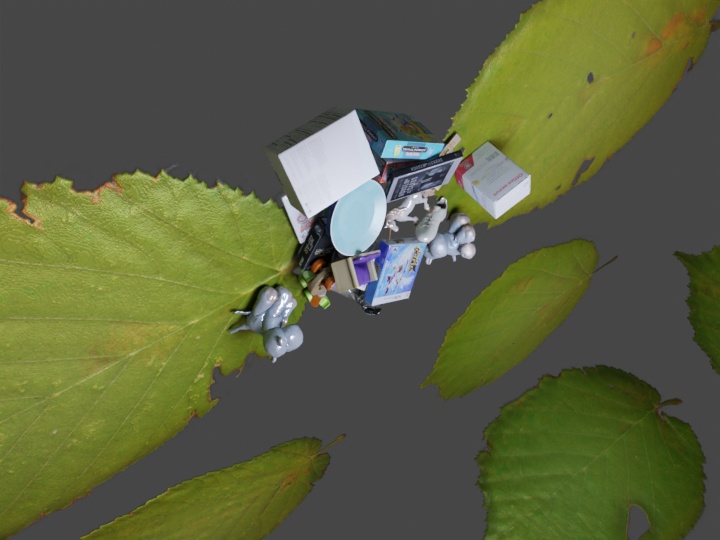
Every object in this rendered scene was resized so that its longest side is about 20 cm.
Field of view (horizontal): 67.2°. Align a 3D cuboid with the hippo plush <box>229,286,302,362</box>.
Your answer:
[{"bbox_3d":[-0.243,0.153,1.537,0.195,0.162,0.163,-12,138,-34],"label":"hippo plush"}]

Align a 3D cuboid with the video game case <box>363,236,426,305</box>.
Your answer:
[{"bbox_3d":[0.109,0.000,1.674,0.178,0.045,0.206,-9,124,-45],"label":"video game case"}]

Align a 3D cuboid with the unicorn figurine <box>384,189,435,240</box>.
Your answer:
[{"bbox_3d":[0.142,-0.183,1.652,0.136,0.073,0.205,18,100,-51],"label":"unicorn figurine"}]

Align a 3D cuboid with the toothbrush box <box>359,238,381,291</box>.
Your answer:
[{"bbox_3d":[0.055,-0.009,1.716,0.198,0.086,0.148,19,105,-54],"label":"toothbrush box"}]

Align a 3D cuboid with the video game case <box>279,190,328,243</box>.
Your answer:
[{"bbox_3d":[-0.105,-0.185,1.437,0.197,0.024,0.184,-33,145,-11],"label":"video game case"}]

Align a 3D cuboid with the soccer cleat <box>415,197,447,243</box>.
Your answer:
[{"bbox_3d":[0.223,-0.160,1.703,0.201,0.067,0.079,-52,158,-47],"label":"soccer cleat"}]

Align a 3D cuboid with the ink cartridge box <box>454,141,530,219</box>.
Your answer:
[{"bbox_3d":[0.405,-0.280,1.673,0.146,0.201,0.086,-35,146,-5],"label":"ink cartridge box"}]

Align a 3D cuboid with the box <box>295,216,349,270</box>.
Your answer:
[{"bbox_3d":[-0.072,-0.081,1.539,0.196,0.044,0.162,-8,139,-46],"label":"box"}]

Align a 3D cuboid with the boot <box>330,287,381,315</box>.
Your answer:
[{"bbox_3d":[-0.013,0.078,1.720,0.197,0.131,0.068,16,119,-51],"label":"boot"}]

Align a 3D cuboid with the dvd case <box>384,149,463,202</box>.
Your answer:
[{"bbox_3d":[0.159,-0.243,1.415,0.194,0.025,0.151,-20,166,-12],"label":"dvd case"}]

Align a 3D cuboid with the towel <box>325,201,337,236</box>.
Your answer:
[{"bbox_3d":[-0.034,-0.186,1.401,0.109,0.048,0.207,-13,121,-43],"label":"towel"}]

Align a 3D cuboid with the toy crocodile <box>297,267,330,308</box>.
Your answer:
[{"bbox_3d":[-0.139,0.046,1.624,0.066,0.062,0.203,-31,144,-12],"label":"toy crocodile"}]

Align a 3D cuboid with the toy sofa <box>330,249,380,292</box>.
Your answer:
[{"bbox_3d":[0.000,0.000,1.517,0.094,0.086,0.199,-15,-179,18],"label":"toy sofa"}]

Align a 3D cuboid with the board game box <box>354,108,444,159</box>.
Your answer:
[{"bbox_3d":[0.091,-0.338,1.348,0.195,0.152,0.048,-7,135,-39],"label":"board game box"}]

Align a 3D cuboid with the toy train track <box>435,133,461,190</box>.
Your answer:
[{"bbox_3d":[0.220,-0.318,1.597,0.114,0.033,0.201,40,91,-23],"label":"toy train track"}]

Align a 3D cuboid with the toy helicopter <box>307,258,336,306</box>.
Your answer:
[{"bbox_3d":[-0.083,0.029,1.568,0.198,0.079,0.134,-20,149,-55],"label":"toy helicopter"}]

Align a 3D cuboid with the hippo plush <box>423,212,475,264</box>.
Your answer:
[{"bbox_3d":[0.282,-0.110,1.831,0.155,0.166,0.200,-6,179,-14],"label":"hippo plush"}]

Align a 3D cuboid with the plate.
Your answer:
[{"bbox_3d":[-0.009,-0.138,1.399,0.197,0.025,0.207,-26,129,-37],"label":"plate"}]

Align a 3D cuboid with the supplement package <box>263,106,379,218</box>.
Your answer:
[{"bbox_3d":[-0.090,-0.249,1.227,0.197,0.150,0.155,-32,117,-11],"label":"supplement package"}]

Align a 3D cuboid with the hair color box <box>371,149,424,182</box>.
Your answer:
[{"bbox_3d":[0.108,-0.297,1.446,0.195,0.112,0.065,-10,137,-35],"label":"hair color box"}]
